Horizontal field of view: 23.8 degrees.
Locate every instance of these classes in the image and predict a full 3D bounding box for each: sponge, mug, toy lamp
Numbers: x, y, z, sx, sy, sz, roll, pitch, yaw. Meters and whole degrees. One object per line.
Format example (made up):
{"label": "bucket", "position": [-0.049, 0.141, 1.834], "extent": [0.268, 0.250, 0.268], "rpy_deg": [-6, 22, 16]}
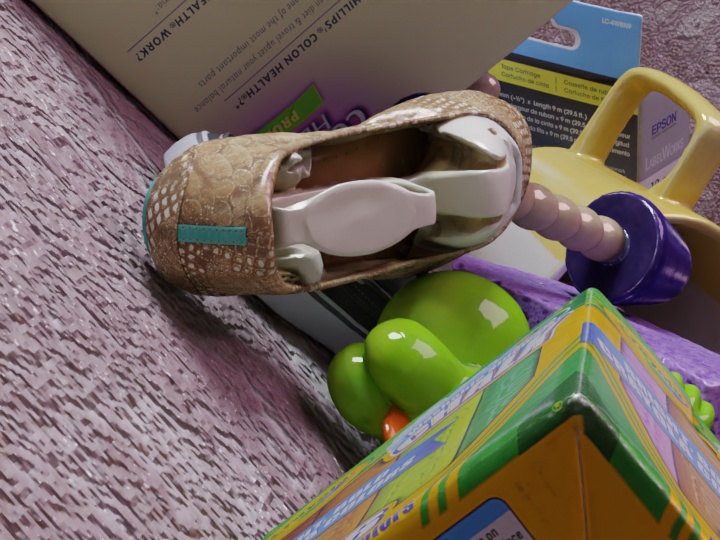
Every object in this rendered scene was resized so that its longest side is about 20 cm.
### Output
{"label": "sponge", "position": [0.119, 0.038, 0.785], "extent": [0.111, 0.030, 0.200], "rpy_deg": [15, 8, -39]}
{"label": "mug", "position": [0.137, -0.008, 0.990], "extent": [0.150, 0.186, 0.153], "rpy_deg": [56, -3, -35]}
{"label": "toy lamp", "position": [0.085, -0.024, 0.778], "extent": [0.200, 0.058, 0.058], "rpy_deg": [20, 30, -44]}

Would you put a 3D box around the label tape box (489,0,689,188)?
{"label": "label tape box", "position": [0.135, -0.087, 1.090], "extent": [0.143, 0.201, 0.066], "rpy_deg": [20, 34, 38]}

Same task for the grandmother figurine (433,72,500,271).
{"label": "grandmother figurine", "position": [0.023, -0.053, 0.830], "extent": [0.060, 0.121, 0.201], "rpy_deg": [27, 43, -22]}

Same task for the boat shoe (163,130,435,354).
{"label": "boat shoe", "position": [0.000, 0.000, 0.703], "extent": [0.200, 0.057, 0.069], "rpy_deg": [43, 14, -36]}

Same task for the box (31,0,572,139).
{"label": "box", "position": [-0.037, -0.149, 0.727], "extent": [0.200, 0.176, 0.097], "rpy_deg": [43, 14, -31]}

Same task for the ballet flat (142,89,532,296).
{"label": "ballet flat", "position": [0.014, -0.024, 0.620], "extent": [0.200, 0.065, 0.071], "rpy_deg": [-18, 110, -43]}

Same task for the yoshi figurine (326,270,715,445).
{"label": "yoshi figurine", "position": [0.071, 0.071, 0.663], "extent": [0.200, 0.112, 0.112], "rpy_deg": [43, -3, -25]}

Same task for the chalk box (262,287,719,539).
{"label": "chalk box", "position": [0.046, 0.092, 0.423], "extent": [0.124, 0.124, 0.200], "rpy_deg": [51, 10, -1]}
